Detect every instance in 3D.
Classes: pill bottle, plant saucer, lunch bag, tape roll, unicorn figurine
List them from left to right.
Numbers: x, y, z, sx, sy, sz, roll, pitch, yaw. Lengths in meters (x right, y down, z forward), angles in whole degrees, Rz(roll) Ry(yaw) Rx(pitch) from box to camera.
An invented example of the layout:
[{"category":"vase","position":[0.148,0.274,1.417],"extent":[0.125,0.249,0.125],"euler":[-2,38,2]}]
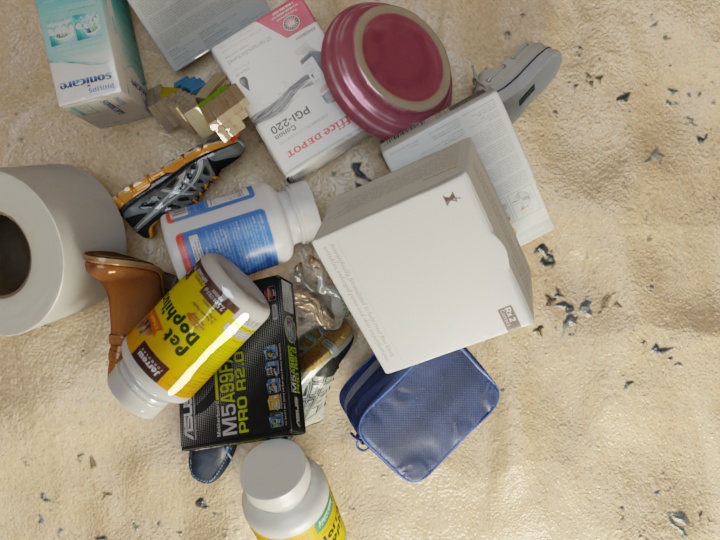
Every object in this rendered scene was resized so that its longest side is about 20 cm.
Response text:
[{"category":"tape roll","position":[-0.422,-0.031,0.935],"extent":[0.200,0.139,0.205],"euler":[3,101,15]},{"category":"pill bottle","position":[-0.212,0.083,0.893],"extent":[0.109,0.109,0.200],"euler":[44,94,-1]},{"category":"pill bottle","position":[-0.155,-0.050,0.977],"extent":[0.198,0.112,0.114],"euler":[-18,91,-10]},{"category":"pill bottle","position":[-0.087,0.306,0.935],"extent":[0.111,0.113,0.201],"euler":[-15,132,-2]},{"category":"unicorn figurine","position":[0.000,0.000,1.010],"extent":[0.137,0.074,0.200],"euler":[44,91,-10]},{"category":"plant saucer","position":[0.046,-0.271,0.973],"extent":[0.198,0.051,0.203],"euler":[9,71,-27]},{"category":"lunch bag","position":[0.068,0.171,0.981],"extent":[0.200,0.132,0.136],"euler":[-43,108,-1]}]

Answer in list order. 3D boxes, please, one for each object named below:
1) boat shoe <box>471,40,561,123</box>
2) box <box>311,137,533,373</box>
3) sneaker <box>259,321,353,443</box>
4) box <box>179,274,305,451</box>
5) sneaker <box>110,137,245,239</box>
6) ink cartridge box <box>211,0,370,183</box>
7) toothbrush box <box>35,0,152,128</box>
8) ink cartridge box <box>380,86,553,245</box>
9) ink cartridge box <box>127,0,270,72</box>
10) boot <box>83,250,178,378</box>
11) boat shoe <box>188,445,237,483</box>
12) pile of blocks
[{"category":"boat shoe","position":[0.182,-0.250,1.007],"extent":[0.086,0.075,0.202],"euler":[37,76,28]},{"category":"box","position":[0.081,-0.016,0.878],"extent":[0.198,0.131,0.200],"euler":[-21,111,20]},{"category":"sneaker","position":[-0.073,0.161,1.014],"extent":[0.200,0.075,0.088],"euler":[-47,121,-10]},{"category":"box","position":[-0.158,0.121,0.947],"extent":[0.158,0.044,0.203],"euler":[-12,72,17]},{"category":"sneaker","position":[-0.240,-0.118,1.005],"extent":[0.199,0.078,0.078],"euler":[-30,103,3]},{"category":"ink cartridge box","position":[-0.089,-0.242,0.999],"extent":[0.145,0.085,0.201],"euler":[-31,93,-1]},{"category":"toothbrush box","position":[-0.350,-0.304,0.961],"extent":[0.084,0.146,0.203],"euler":[-14,91,-1]},{"category":"ink cartridge box","position":[0.139,-0.109,0.948],"extent":[0.159,0.047,0.201],"euler":[-27,112,8]},{"category":"ink cartridge box","position":[-0.233,-0.390,0.961],"extent":[0.159,0.047,0.201],"euler":[-31,127,-1]},{"category":"boot","position":[-0.299,0.064,0.935],"extent":[0.073,0.200,0.157],"euler":[14,81,21]},{"category":"boat shoe","position":[-0.197,0.193,1.002],"extent":[0.083,0.069,0.203],"euler":[12,89,-2]},{"category":"pile of blocks","position":[-0.207,-0.214,0.980],"extent":[0.199,0.062,0.082],"euler":[21,67,39]}]
